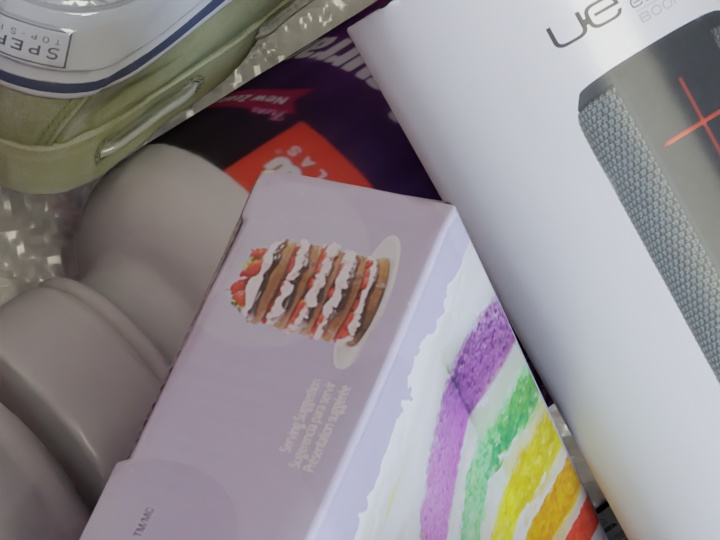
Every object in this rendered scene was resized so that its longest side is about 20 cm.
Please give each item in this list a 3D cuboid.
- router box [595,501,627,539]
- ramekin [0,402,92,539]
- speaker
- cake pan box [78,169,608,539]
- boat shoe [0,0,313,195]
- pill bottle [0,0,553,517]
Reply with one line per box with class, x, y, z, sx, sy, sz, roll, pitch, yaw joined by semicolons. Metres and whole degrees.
router box;0.067;0.162;0.766;0.200;0.052;0.158;-31;101;-25
ramekin;-0.144;0.108;0.598;0.200;0.098;0.201;0;92;-3
speaker;0.077;0.011;0.636;0.081;0.081;0.200;-30;93;-25
cake pan box;-0.012;0.110;0.590;0.200;0.052;0.184;-65;149;-26
boat shoe;-0.039;-0.089;0.714;0.072;0.062;0.200;32;43;17
pill bottle;0.000;0.000;0.709;0.200;0.111;0.112;-34;102;-25
